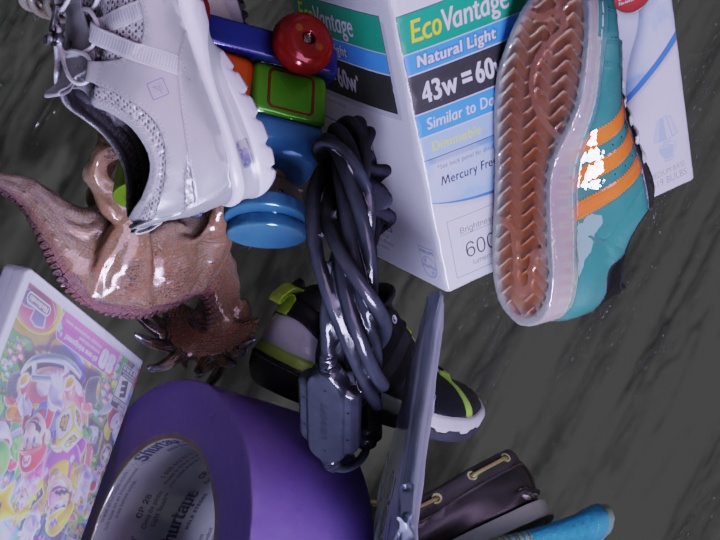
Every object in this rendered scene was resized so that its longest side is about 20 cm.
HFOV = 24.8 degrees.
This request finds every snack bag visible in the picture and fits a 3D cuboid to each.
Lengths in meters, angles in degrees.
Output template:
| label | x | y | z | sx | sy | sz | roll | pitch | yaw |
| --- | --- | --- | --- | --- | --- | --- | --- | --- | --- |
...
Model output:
| label | x | y | z | sx | sy | sz | roll | pitch | yaw |
| --- | --- | --- | --- | --- | --- | --- | --- | --- | --- |
| snack bag | 0.023 | 0.134 | 0.905 | 0.021 | 0.189 | 0.200 | 11 | 134 | 0 |

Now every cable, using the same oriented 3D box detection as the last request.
| label | x | y | z | sx | sy | sz | roll | pitch | yaw |
| --- | --- | --- | --- | --- | --- | --- | --- | --- | --- |
| cable | 0.000 | 0.000 | 0.865 | 0.051 | 0.163 | 0.200 | 5 | 138 | 6 |

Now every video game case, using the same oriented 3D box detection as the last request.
| label | x | y | z | sx | sy | sz | roll | pitch | yaw |
| --- | --- | --- | --- | --- | --- | --- | --- | --- | --- |
| video game case | -0.185 | 0.115 | 0.880 | 0.143 | 0.018 | 0.201 | 52 | 52 | -60 |

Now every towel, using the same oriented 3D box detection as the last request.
| label | x | y | z | sx | sy | sz | roll | pitch | yaw |
| --- | --- | --- | --- | --- | --- | --- | --- | --- | --- |
| towel | 0.062 | 0.214 | 1.091 | 0.199 | 0.022 | 0.147 | -10 | 148 | -29 |

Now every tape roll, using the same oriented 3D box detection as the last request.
| label | x | y | z | sx | sy | sz | roll | pitch | yaw |
| --- | --- | --- | --- | --- | --- | --- | --- | --- | --- |
| tape roll | -0.087 | 0.168 | 0.922 | 0.085 | 0.200 | 0.201 | 20 | 93 | -36 |

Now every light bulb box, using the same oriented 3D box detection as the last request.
| label | x | y | z | sx | sy | sz | roll | pitch | yaw |
| --- | --- | --- | --- | --- | --- | --- | --- | --- | --- |
| light bulb box | 0.080 | -0.126 | 0.986 | 0.198 | 0.125 | 0.201 | -25 | 117 | -24 |

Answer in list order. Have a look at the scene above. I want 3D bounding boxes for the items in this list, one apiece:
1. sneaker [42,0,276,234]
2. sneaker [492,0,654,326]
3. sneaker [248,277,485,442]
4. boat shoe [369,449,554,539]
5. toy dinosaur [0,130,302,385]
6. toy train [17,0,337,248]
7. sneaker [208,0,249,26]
| label | x | y | z | sx | sy | sz | roll | pitch | yaw |
| --- | --- | --- | --- | --- | --- | --- | --- | --- | --- |
| sneaker | -0.115 | -0.111 | 0.756 | 0.082 | 0.075 | 0.200 | -31 | 97 | -22 |
| sneaker | 0.124 | -0.069 | 0.918 | 0.080 | 0.071 | 0.201 | -10 | 115 | -34 |
| sneaker | 0.018 | 0.052 | 1.019 | 0.200 | 0.072 | 0.083 | 18 | 92 | -47 |
| boat shoe | 0.028 | 0.178 | 1.086 | 0.201 | 0.061 | 0.072 | -18 | 156 | -20 |
| toy dinosaur | -0.120 | -0.001 | 0.919 | 0.200 | 0.086 | 0.136 | 12 | 98 | -35 |
| toy train | -0.111 | -0.083 | 0.832 | 0.199 | 0.085 | 0.116 | 12 | 66 | -26 |
| sneaker | -0.141 | -0.181 | 0.874 | 0.093 | 0.070 | 0.200 | -35 | 122 | -1 |
